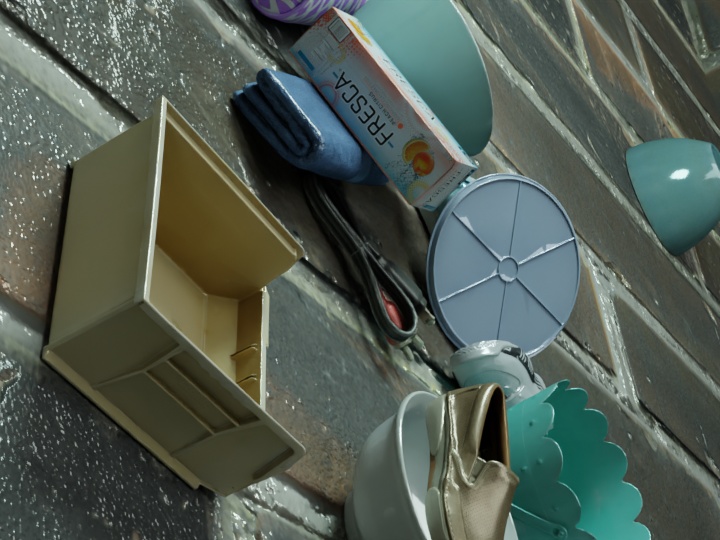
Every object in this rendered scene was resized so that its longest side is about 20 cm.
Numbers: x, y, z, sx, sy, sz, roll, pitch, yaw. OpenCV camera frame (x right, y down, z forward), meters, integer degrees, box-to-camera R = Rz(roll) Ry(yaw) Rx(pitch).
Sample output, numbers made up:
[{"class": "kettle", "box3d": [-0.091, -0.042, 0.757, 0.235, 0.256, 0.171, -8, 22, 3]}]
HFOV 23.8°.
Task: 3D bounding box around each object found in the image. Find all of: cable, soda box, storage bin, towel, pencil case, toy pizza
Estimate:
[{"class": "cable", "box3d": [0.000, 0.000, 1.613, 0.200, 0.050, 0.097, 48, 32, -9]}, {"class": "soda box", "box3d": [0.020, -0.152, 1.611, 0.201, 0.063, 0.068, 53, 16, 17]}, {"class": "storage bin", "box3d": [-0.121, 0.024, 1.210, 0.199, 0.093, 0.201, 47, 27, -37]}, {"class": "towel", "box3d": [-0.037, -0.128, 1.606, 0.112, 0.049, 0.200, 51, 15, 16]}, {"class": "pencil case", "box3d": [-0.051, -0.295, 1.748, 0.085, 0.084, 0.200, 44, 17, 13]}, {"class": "toy pizza", "box3d": [0.149, -0.002, 1.812, 0.198, 0.032, 0.203, -1, 92, -30]}]

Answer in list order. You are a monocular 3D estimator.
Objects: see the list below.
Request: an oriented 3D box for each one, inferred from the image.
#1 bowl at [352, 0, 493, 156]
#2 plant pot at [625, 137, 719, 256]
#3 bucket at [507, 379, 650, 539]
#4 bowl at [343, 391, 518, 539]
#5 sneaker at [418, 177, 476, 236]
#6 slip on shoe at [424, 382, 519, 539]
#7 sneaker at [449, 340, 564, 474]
[{"class": "bowl", "box3d": [0.037, -0.190, 1.727, 0.201, 0.104, 0.202, 49, -26, 35]}, {"class": "plant pot", "box3d": [0.555, -0.145, 2.897, 0.200, 0.134, 0.201, 49, 25, -33]}, {"class": "bucket", "box3d": [0.171, 0.217, 1.613, 0.208, 0.134, 0.208, 50, 25, -34]}, {"class": "bowl", "box3d": [0.049, 0.209, 1.401, 0.201, 0.090, 0.202, 49, 26, -33]}, {"class": "sneaker", "box3d": [0.105, -0.086, 1.865, 0.202, 0.081, 0.074, 65, 20, 1]}, {"class": "slip on shoe", "box3d": [0.094, 0.173, 1.340, 0.076, 0.060, 0.201, 48, 26, -34]}, {"class": "sneaker", "box3d": [0.160, 0.156, 1.734, 0.200, 0.075, 0.116, 45, 25, -47]}]
